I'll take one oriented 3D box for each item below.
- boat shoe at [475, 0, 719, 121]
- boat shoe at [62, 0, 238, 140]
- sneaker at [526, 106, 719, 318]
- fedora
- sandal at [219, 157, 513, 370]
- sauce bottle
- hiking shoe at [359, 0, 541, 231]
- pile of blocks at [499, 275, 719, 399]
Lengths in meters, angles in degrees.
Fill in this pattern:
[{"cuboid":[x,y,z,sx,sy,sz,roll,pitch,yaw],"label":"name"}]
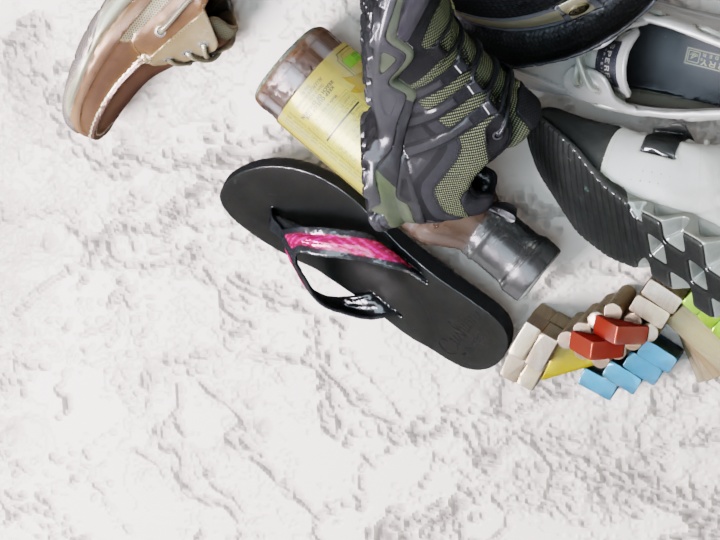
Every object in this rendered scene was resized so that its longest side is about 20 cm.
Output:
[{"cuboid":[0.150,-0.122,1.541,0.200,0.066,0.072,15,108,12],"label":"boat shoe"},{"cuboid":[-0.109,-0.153,1.609,0.072,0.076,0.200,36,113,3],"label":"boat shoe"},{"cuboid":[0.180,-0.045,1.542,0.200,0.089,0.074,38,154,36],"label":"sneaker"},{"cuboid":[0.083,-0.209,1.496,0.201,0.092,0.201,-4,82,27],"label":"fedora"},{"cuboid":[0.000,0.000,1.617,0.200,0.045,0.075,34,139,5],"label":"sandal"},{"cuboid":[0.031,-0.060,1.595,0.200,0.065,0.065,41,111,1],"label":"sauce bottle"},{"cuboid":[0.050,-0.110,1.496,0.101,0.076,0.200,-1,132,-3],"label":"hiking shoe"},{"cuboid":[0.173,0.039,1.578,0.200,0.062,0.082,-23,96,21],"label":"pile of blocks"}]
